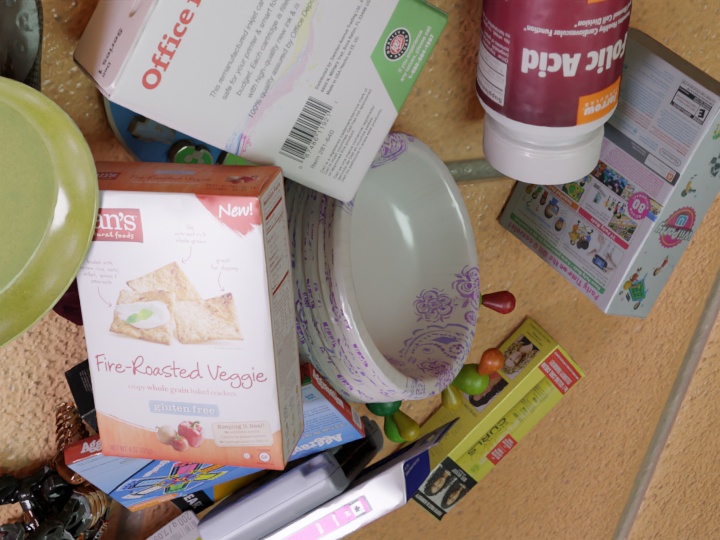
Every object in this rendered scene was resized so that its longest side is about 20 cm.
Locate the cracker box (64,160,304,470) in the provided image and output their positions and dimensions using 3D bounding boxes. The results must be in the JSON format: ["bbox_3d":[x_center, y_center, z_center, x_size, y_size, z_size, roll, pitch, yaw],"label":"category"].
[{"bbox_3d":[-0.114,0.030,1.031,0.058,0.133,0.201,-59,149,-62],"label":"cracker box"}]

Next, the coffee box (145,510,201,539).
[{"bbox_3d":[-0.144,0.357,1.281,0.199,0.198,0.200,-36,154,-9],"label":"coffee box"}]

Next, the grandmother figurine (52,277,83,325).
[{"bbox_3d":[-0.184,-0.002,1.103,0.199,0.061,0.122,-14,137,-27],"label":"grandmother figurine"}]

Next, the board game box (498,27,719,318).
[{"bbox_3d":[0.221,-0.084,1.295,0.064,0.148,0.201,6,119,-44],"label":"board game box"}]

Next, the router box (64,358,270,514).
[{"bbox_3d":[-0.118,0.102,1.207,0.149,0.051,0.200,-31,144,2],"label":"router box"}]

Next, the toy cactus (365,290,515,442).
[{"bbox_3d":[0.034,0.070,1.316,0.164,0.103,0.200,10,145,-17],"label":"toy cactus"}]

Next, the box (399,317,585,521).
[{"bbox_3d":[0.118,0.142,1.465,0.200,0.050,0.075,-45,138,-1],"label":"box"}]

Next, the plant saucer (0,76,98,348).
[{"bbox_3d":[-0.255,-0.031,0.932,0.199,0.031,0.201,-20,129,-26],"label":"plant saucer"}]

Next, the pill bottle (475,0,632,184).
[{"bbox_3d":[0.147,-0.174,1.186,0.114,0.114,0.201,-20,133,-25],"label":"pill bottle"}]

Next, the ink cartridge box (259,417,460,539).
[{"bbox_3d":[-0.007,0.183,1.225,0.199,0.037,0.095,-33,178,15],"label":"ink cartridge box"}]

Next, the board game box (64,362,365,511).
[{"bbox_3d":[-0.107,0.126,1.146,0.199,0.020,0.103,-19,145,14],"label":"board game box"}]

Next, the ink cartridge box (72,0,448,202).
[{"bbox_3d":[-0.064,-0.152,1.008,0.199,0.084,0.145,22,102,-36],"label":"ink cartridge box"}]

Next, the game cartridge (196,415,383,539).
[{"bbox_3d":[-0.058,0.176,1.250,0.133,0.042,0.200,-35,178,13],"label":"game cartridge"}]

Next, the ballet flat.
[{"bbox_3d":[-0.229,-0.115,0.989,0.067,0.046,0.201,-1,123,-1],"label":"ballet flat"}]

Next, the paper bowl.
[{"bbox_3d":[0.000,0.000,1.174,0.200,0.104,0.202,14,73,-55],"label":"paper bowl"}]

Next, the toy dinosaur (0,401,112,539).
[{"bbox_3d":[-0.245,0.184,1.197,0.135,0.102,0.201,-23,118,-44],"label":"toy dinosaur"}]

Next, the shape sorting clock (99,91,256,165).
[{"bbox_3d":[-0.086,-0.146,1.078,0.199,0.039,0.201,-22,133,-25],"label":"shape sorting clock"}]
